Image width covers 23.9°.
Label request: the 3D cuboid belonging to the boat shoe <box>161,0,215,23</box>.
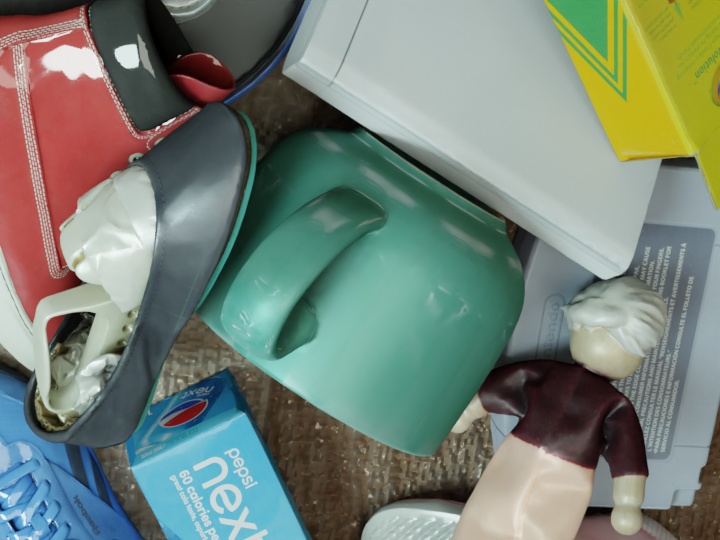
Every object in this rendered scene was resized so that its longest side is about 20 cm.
[{"bbox_3d":[-0.107,-0.196,0.739,0.074,0.065,0.203,-18,121,-6],"label":"boat shoe"}]

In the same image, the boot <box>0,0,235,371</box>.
[{"bbox_3d":[-0.118,-0.036,0.804,0.143,0.073,0.201,-10,128,6],"label":"boot"}]

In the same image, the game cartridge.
[{"bbox_3d":[0.140,0.034,0.937,0.132,0.042,0.202,6,107,-10],"label":"game cartridge"}]

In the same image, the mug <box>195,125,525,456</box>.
[{"bbox_3d":[0.008,0.004,0.816,0.151,0.185,0.115,31,96,-16],"label":"mug"}]

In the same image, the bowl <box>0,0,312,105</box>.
[{"bbox_3d":[-0.109,-0.163,0.811,0.199,0.039,0.203,-4,109,-12],"label":"bowl"}]

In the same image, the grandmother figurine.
[{"bbox_3d":[0.099,0.094,0.885,0.121,0.061,0.201,27,88,15],"label":"grandmother figurine"}]

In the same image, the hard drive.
[{"bbox_3d":[0.069,-0.101,0.843,0.199,0.027,0.133,31,63,-20],"label":"hard drive"}]

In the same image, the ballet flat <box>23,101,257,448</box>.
[{"bbox_3d":[-0.108,0.008,0.766,0.072,0.073,0.201,15,128,-17],"label":"ballet flat"}]

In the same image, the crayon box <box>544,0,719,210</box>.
[{"bbox_3d":[0.151,-0.145,0.839,0.127,0.051,0.201,-43,115,-33],"label":"crayon box"}]

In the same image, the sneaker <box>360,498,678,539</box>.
[{"bbox_3d":[0.104,0.171,0.961,0.198,0.105,0.076,12,102,15],"label":"sneaker"}]

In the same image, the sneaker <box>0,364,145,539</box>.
[{"bbox_3d":[-0.158,0.134,0.881,0.066,0.079,0.201,-31,111,1],"label":"sneaker"}]

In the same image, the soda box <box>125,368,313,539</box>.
[{"bbox_3d":[-0.056,0.161,0.919,0.067,0.064,0.201,-25,111,-3],"label":"soda box"}]
